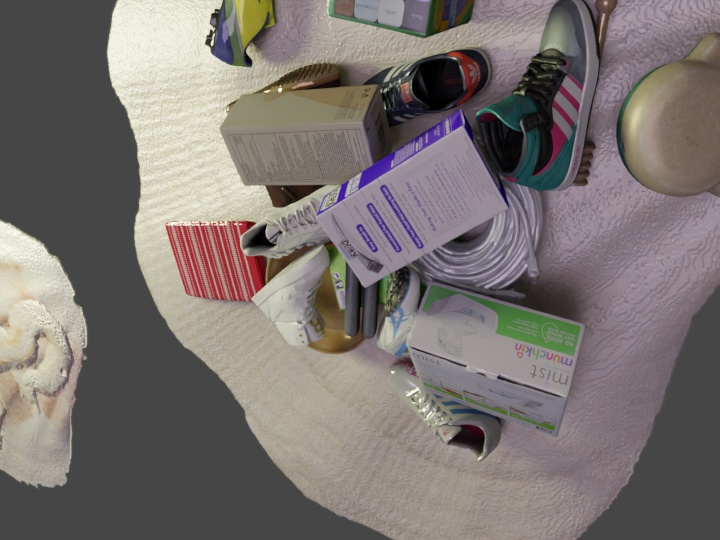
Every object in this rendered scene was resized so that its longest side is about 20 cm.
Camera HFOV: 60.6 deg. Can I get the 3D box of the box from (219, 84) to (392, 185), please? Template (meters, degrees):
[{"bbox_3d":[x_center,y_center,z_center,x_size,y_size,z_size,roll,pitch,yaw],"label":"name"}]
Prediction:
[{"bbox_3d":[-0.067,-0.166,0.771,0.194,0.079,0.096,4,139,20],"label":"box"}]

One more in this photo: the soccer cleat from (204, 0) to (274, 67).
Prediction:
[{"bbox_3d":[-0.144,-0.371,0.820,0.082,0.065,0.203,19,121,-16],"label":"soccer cleat"}]

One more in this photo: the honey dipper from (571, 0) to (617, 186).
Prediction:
[{"bbox_3d":[0.255,-0.197,0.683,0.037,0.038,0.206,14,117,22],"label":"honey dipper"}]

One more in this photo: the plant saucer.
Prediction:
[{"bbox_3d":[-0.058,0.032,0.964,0.195,0.035,0.206,12,117,23],"label":"plant saucer"}]

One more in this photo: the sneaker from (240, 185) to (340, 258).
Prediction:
[{"bbox_3d":[-0.086,-0.065,0.872,0.196,0.081,0.077,-24,87,26],"label":"sneaker"}]

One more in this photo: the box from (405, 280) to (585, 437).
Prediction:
[{"bbox_3d":[0.171,0.117,0.787,0.195,0.099,0.178,16,156,22],"label":"box"}]

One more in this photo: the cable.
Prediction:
[{"bbox_3d":[0.130,-0.068,0.776,0.193,0.069,0.207,4,109,15],"label":"cable"}]

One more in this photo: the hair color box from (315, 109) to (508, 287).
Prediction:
[{"bbox_3d":[0.058,-0.079,0.708,0.197,0.065,0.110,-29,113,20],"label":"hair color box"}]

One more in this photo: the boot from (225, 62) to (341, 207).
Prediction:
[{"bbox_3d":[-0.083,-0.186,0.873,0.195,0.073,0.169,-13,120,29],"label":"boot"}]

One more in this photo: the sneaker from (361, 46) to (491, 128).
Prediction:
[{"bbox_3d":[0.058,-0.219,0.752,0.196,0.084,0.077,-14,106,33],"label":"sneaker"}]

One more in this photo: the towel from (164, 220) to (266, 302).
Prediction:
[{"bbox_3d":[-0.242,-0.017,1.053,0.195,0.022,0.149,3,116,30],"label":"towel"}]

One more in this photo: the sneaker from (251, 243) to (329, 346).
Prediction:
[{"bbox_3d":[-0.077,0.044,0.909,0.117,0.074,0.199,52,143,-4],"label":"sneaker"}]

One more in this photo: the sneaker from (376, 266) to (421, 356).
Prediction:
[{"bbox_3d":[0.063,0.056,0.821,0.070,0.074,0.202,10,152,3],"label":"sneaker"}]

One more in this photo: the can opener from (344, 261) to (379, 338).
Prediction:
[{"bbox_3d":[0.000,0.000,0.837,0.051,0.067,0.206,6,114,10],"label":"can opener"}]

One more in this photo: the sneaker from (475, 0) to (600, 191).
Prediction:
[{"bbox_3d":[0.183,-0.186,0.662,0.083,0.117,0.207,26,119,57],"label":"sneaker"}]

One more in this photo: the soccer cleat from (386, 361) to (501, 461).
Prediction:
[{"bbox_3d":[0.117,0.207,0.917,0.196,0.086,0.071,27,123,15],"label":"soccer cleat"}]

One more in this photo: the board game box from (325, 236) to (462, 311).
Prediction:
[{"bbox_3d":[0.051,-0.006,0.866,0.194,0.030,0.098,-10,106,19],"label":"board game box"}]

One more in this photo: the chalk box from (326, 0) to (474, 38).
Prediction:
[{"bbox_3d":[0.044,-0.324,0.640,0.121,0.200,0.127,19,121,18],"label":"chalk box"}]

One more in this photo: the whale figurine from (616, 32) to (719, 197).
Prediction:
[{"bbox_3d":[0.358,-0.156,0.623,0.194,0.104,0.164,-17,105,8],"label":"whale figurine"}]
